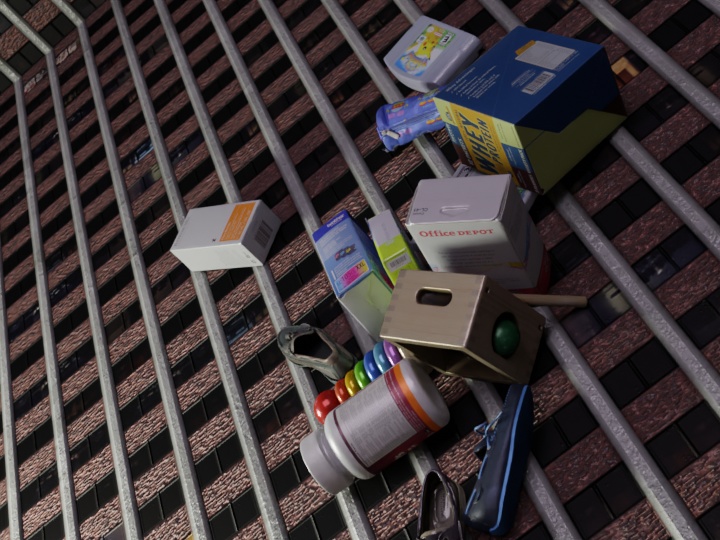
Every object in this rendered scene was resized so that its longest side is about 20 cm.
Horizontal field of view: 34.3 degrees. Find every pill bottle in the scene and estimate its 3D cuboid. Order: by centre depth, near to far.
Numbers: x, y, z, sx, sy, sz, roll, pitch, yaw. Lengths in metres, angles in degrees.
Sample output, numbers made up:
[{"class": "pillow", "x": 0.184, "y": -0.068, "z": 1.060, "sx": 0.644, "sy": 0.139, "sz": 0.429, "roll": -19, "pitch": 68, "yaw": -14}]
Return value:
[{"class": "pill bottle", "x": 0.019, "y": 0.221, "z": 1.633, "sx": 0.199, "sy": 0.110, "sz": 0.110, "roll": -37, "pitch": 38, "yaw": 11}]

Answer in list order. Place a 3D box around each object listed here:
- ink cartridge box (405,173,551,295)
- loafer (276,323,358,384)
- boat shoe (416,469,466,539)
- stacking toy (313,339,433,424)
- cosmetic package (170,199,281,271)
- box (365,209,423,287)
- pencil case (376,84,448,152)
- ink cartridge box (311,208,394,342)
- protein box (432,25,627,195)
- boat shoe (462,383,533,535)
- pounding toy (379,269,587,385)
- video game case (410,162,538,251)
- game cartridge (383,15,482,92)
[{"class": "ink cartridge box", "x": 0.171, "y": -0.037, "z": 1.640, "sx": 0.145, "sy": 0.201, "sz": 0.087, "roll": -1, "pitch": 51, "yaw": 28}, {"class": "loafer", "x": -0.076, "y": 0.119, "z": 1.851, "sx": 0.199, "sy": 0.063, "sz": 0.072, "roll": 23, "pitch": 72, "yaw": 50}, {"class": "boat shoe", "x": 0.102, "y": 0.346, "z": 1.478, "sx": 0.071, "sy": 0.065, "sz": 0.202, "roll": -21, "pitch": 44, "yaw": 25}, {"class": "stacking toy", "x": 0.010, "y": 0.164, "z": 1.723, "sx": 0.199, "sy": 0.085, "sz": 0.086, "roll": -36, "pitch": 38, "yaw": 18}, {"class": "cosmetic package", "x": -0.252, "y": -0.064, "z": 2.175, "sx": 0.198, "sy": 0.071, "sz": 0.103, "roll": -5, "pitch": 53, "yaw": 41}, {"class": "box", "x": 0.063, "y": -0.010, "z": 1.760, "sx": 0.047, "sy": 0.123, "sz": 0.201, "roll": -28, "pitch": 22, "yaw": 5}, {"class": "pencil case", "x": 0.115, "y": -0.269, "z": 2.014, "sx": 0.198, "sy": 0.079, "sz": 0.087, "roll": -15, "pitch": 17, "yaw": 33}, {"class": "ink cartridge box", "x": 0.000, "y": 0.000, "z": 1.829, "sx": 0.076, "sy": 0.137, "sz": 0.201, "roll": -36, "pitch": 39, "yaw": 7}, {"class": "protein box", "x": 0.259, "y": -0.251, "z": 1.789, "sx": 0.198, "sy": 0.136, "sz": 0.199, "roll": -41, "pitch": 36, "yaw": -15}, {"class": "boat shoe", "x": 0.173, "y": 0.234, "z": 1.498, "sx": 0.068, "sy": 0.085, "sz": 0.202, "roll": 2, "pitch": 54, "yaw": 29}, {"class": "pounding toy", "x": 0.171, "y": 0.065, "z": 1.597, "sx": 0.198, "sy": 0.183, "sz": 0.144, "roll": 4, "pitch": 70, "yaw": 44}, {"class": "video game case", "x": 0.192, "y": -0.107, "z": 1.809, "sx": 0.180, "sy": 0.022, "sz": 0.201, "roll": -3, "pitch": 41, "yaw": 41}, {"class": "game cartridge", "x": 0.127, "y": -0.397, "z": 2.158, "sx": 0.134, "sy": 0.040, "sz": 0.200, "roll": -51, "pitch": 38, "yaw": -2}]
